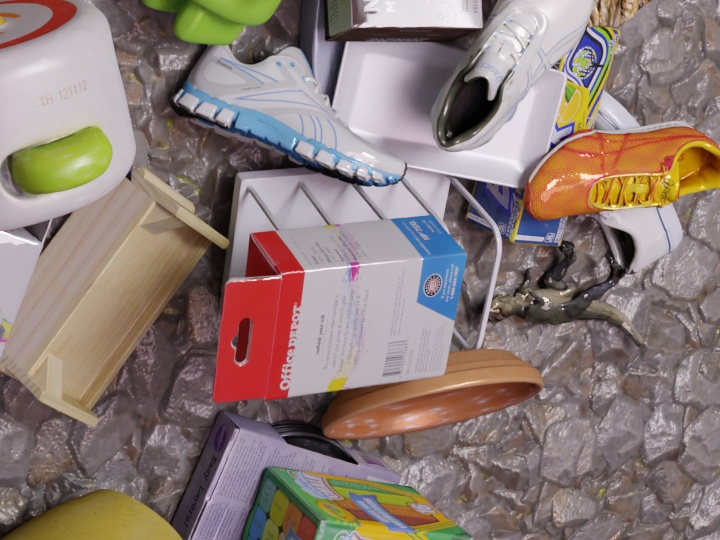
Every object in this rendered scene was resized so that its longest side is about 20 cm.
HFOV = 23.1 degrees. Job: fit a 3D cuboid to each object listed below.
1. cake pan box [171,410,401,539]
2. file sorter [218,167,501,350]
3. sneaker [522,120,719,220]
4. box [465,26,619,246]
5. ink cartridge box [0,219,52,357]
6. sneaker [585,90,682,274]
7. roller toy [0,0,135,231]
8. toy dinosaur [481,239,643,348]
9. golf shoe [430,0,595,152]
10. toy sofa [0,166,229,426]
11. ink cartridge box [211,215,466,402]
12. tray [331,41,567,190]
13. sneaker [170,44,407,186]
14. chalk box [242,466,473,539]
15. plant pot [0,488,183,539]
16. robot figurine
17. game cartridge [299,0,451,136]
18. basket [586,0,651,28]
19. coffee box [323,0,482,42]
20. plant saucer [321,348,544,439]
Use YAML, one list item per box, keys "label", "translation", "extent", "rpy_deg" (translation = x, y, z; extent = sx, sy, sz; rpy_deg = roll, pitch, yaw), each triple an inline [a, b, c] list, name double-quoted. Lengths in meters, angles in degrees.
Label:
- label: "cake pan box"
  translation: [-0.078, 0.237, 1.583]
  extent: [0.183, 0.052, 0.201]
  rpy_deg: [18, 99, -32]
- label: "file sorter"
  translation: [0.000, 0.000, 1.479]
  extent: [0.198, 0.125, 0.140]
  rpy_deg: [-6, 125, -24]
- label: "sneaker"
  translation: [0.232, -0.085, 1.522]
  extent: [0.199, 0.077, 0.074]
  rpy_deg: [-17, 124, -21]
- label: "box"
  translation: [0.160, -0.127, 1.557]
  extent: [0.064, 0.070, 0.202]
  rpy_deg: [3, 107, -40]
- label: "ink cartridge box"
  translation: [-0.306, 0.008, 1.350]
  extent: [0.067, 0.115, 0.201]
  rpy_deg: [18, 98, -31]
- label: "sneaker"
  translation: [0.236, -0.078, 1.615]
  extent: [0.071, 0.073, 0.201]
  rpy_deg: [-42, 122, -16]
- label: "roller toy"
  translation: [-0.266, -0.122, 1.287]
  extent: [0.198, 0.183, 0.141]
  rpy_deg: [-4, 114, 13]
- label: "toy dinosaur"
  translation: [0.200, 0.020, 1.649]
  extent: [0.198, 0.048, 0.089]
  rpy_deg: [9, 118, -29]
- label: "golf shoe"
  translation: [0.122, -0.173, 1.396]
  extent: [0.078, 0.097, 0.201]
  rpy_deg: [32, 111, 2]
- label: "toy sofa"
  translation: [-0.209, 0.016, 1.432]
  extent: [0.201, 0.097, 0.083]
  rpy_deg: [-54, 146, -1]
- label: "ink cartridge box"
  translation: [-0.026, 0.029, 1.358]
  extent: [0.198, 0.067, 0.117]
  rpy_deg: [-6, 123, -24]
- label: "tray"
  translation: [0.070, -0.136, 1.485]
  extent: [0.198, 0.022, 0.108]
  rpy_deg: [10, 103, -17]
- label: "sneaker"
  translation: [-0.048, -0.132, 1.423]
  extent: [0.199, 0.075, 0.087]
  rpy_deg: [23, 84, 0]
- label: "chalk box"
  translation: [-0.029, 0.251, 1.512]
  extent: [0.199, 0.125, 0.125]
  rpy_deg: [12, 101, -31]
- label: "plant pot"
  translation: [-0.220, 0.269, 1.459]
  extent: [0.142, 0.199, 0.201]
  rpy_deg: [-53, 125, -30]
- label: "robot figurine"
  translation: [-0.088, -0.270, 1.346]
  extent: [0.201, 0.176, 0.115]
  rpy_deg: [-54, 155, 21]
- label: "game cartridge"
  translation: [0.013, -0.189, 1.489]
  extent: [0.132, 0.040, 0.202]
  rpy_deg: [-10, 111, -27]
- label: "basket"
  translation: [0.196, -0.315, 1.444]
  extent: [0.149, 0.142, 0.202]
  rpy_deg: [-39, 124, -46]
- label: "coffee box"
  translation: [0.030, -0.286, 1.399]
  extent: [0.112, 0.080, 0.202]
  rpy_deg: [-1, 91, -18]
- label: "plant saucer"
  translation: [0.061, 0.107, 1.543]
  extent: [0.198, 0.200, 0.038]
  rpy_deg: [-6, 75, -24]
